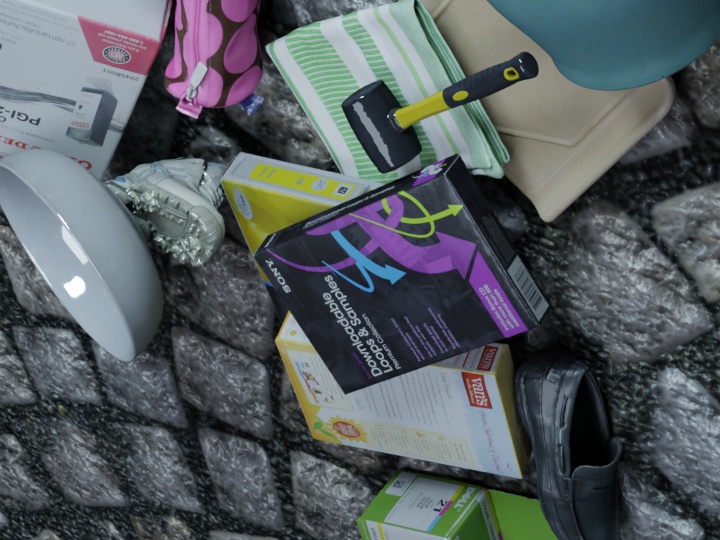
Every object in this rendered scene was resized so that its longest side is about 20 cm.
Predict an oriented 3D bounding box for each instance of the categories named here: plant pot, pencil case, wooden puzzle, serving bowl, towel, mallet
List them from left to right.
[{"bbox_3d":[-0.225,-0.023,1.775,0.200,0.066,0.200,48,162,21],"label":"serving bowl"},{"bbox_3d":[-0.114,-0.219,1.639,0.090,0.094,0.201,22,135,21],"label":"pencil case"},{"bbox_3d":[0.018,-0.128,1.631,0.199,0.023,0.153,-3,123,56],"label":"towel"},{"bbox_3d":[0.054,-0.130,1.532,0.066,0.041,0.200,54,145,-4],"label":"mallet"},{"bbox_3d":[0.119,-0.153,1.553,0.200,0.037,0.185,48,141,3],"label":"wooden puzzle"},{"bbox_3d":[0.151,-0.226,1.352,0.199,0.201,0.188,3,141,38],"label":"plant pot"}]

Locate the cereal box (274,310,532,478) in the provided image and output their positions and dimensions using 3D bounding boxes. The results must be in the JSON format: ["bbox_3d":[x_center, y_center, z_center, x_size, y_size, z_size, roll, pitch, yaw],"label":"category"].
[{"bbox_3d":[0.039,0.104,1.780,0.198,0.040,0.144,9,142,22],"label":"cereal box"}]

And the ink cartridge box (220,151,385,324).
[{"bbox_3d":[0.000,0.000,1.748,0.199,0.047,0.198,16,144,31],"label":"ink cartridge box"}]

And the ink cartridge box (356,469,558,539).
[{"bbox_3d":[0.112,0.269,1.890,0.199,0.076,0.149,8,129,37],"label":"ink cartridge box"}]

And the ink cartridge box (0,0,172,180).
[{"bbox_3d":[-0.251,-0.176,1.757,0.145,0.085,0.200,16,144,-13],"label":"ink cartridge box"}]

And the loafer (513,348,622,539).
[{"bbox_3d":[0.180,0.157,1.740,0.070,0.068,0.202,11,127,45],"label":"loafer"}]

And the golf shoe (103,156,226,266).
[{"bbox_3d":[-0.145,-0.064,1.763,0.200,0.097,0.079,22,143,61],"label":"golf shoe"}]

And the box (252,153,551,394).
[{"bbox_3d":[0.030,0.008,1.649,0.199,0.036,0.143,-22,109,37],"label":"box"}]
